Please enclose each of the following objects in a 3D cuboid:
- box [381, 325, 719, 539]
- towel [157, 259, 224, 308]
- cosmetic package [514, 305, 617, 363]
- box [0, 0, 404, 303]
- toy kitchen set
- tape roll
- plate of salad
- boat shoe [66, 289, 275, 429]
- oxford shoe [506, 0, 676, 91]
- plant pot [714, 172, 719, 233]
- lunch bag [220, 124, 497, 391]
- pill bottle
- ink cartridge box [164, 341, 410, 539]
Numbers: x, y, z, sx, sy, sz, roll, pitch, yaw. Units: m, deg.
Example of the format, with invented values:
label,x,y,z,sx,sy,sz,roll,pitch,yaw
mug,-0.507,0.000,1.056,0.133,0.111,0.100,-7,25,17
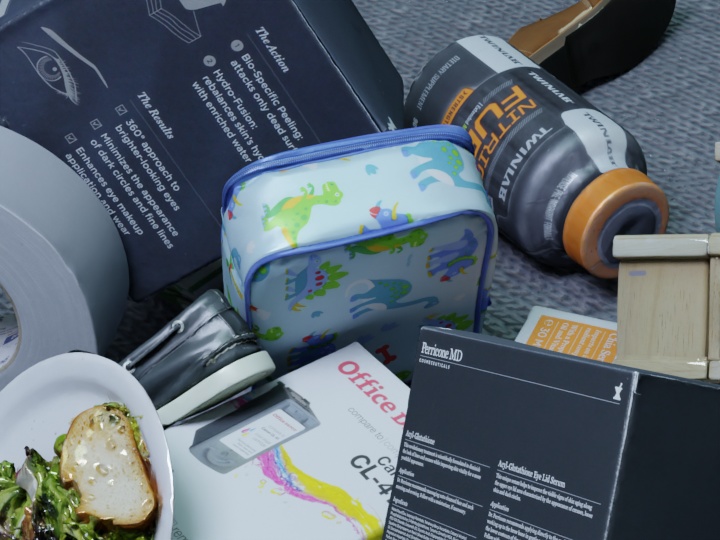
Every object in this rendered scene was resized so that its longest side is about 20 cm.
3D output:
label,x,y,z,sx,sy,sz,roll,pitch,yaw
box,0.092,0.109,0.933,0.079,0.142,0.200,9,1,-26
towel,-0.132,-0.041,1.371,0.200,0.023,0.152,24,44,34
cosmetic package,0.176,0.094,1.116,0.199,0.071,0.102,12,40,20
box,-0.105,-0.121,1.177,0.200,0.197,0.118,-27,27,17
toy kitchen set,0.208,-0.028,0.990,0.199,0.164,0.180,-1,-8,29
tape roll,-0.243,0.007,1.170,0.200,0.201,0.066,4,38,11
plate of salad,-0.172,0.139,1.019,0.048,0.200,0.200,19,15,-45
boat shoe,-0.144,0.071,1.117,0.199,0.066,0.074,-29,-7,27
oxford shoe,0.163,-0.181,1.485,0.200,0.072,0.071,-32,39,-30
plant pot,0.331,-0.024,1.172,0.200,0.201,0.196,-22,32,-22
lunch bag,0.000,0.000,1.153,0.160,0.200,0.083,-12,61,-8
pill bottle,0.121,-0.073,1.313,0.106,0.107,0.200,-22,40,-22
ink cartridge box,-0.043,0.140,1.068,0.200,0.086,0.148,-26,41,-23
